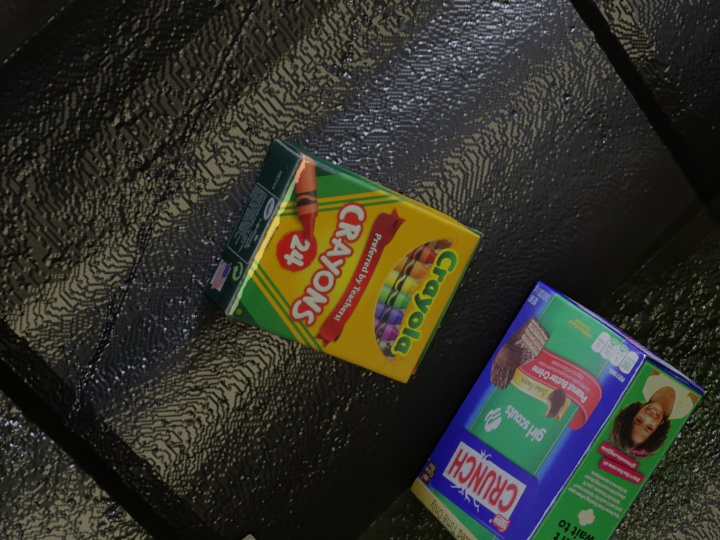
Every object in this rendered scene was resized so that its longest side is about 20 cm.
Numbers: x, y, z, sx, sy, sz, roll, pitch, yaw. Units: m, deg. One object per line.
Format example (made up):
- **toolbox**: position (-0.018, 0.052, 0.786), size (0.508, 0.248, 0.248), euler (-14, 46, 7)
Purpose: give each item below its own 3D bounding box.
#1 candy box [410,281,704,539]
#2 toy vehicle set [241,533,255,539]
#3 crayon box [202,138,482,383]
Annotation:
- **candy box**: position (0.144, 0.132, 1.430), size (0.077, 0.169, 0.201), euler (28, 95, -29)
- **toy vehicle set**: position (-0.084, 0.316, 1.470), size (0.124, 0.026, 0.201), euler (-36, 122, -10)
- **crayon box**: position (0.000, 0.000, 1.374), size (0.199, 0.051, 0.128), euler (21, 98, -32)
